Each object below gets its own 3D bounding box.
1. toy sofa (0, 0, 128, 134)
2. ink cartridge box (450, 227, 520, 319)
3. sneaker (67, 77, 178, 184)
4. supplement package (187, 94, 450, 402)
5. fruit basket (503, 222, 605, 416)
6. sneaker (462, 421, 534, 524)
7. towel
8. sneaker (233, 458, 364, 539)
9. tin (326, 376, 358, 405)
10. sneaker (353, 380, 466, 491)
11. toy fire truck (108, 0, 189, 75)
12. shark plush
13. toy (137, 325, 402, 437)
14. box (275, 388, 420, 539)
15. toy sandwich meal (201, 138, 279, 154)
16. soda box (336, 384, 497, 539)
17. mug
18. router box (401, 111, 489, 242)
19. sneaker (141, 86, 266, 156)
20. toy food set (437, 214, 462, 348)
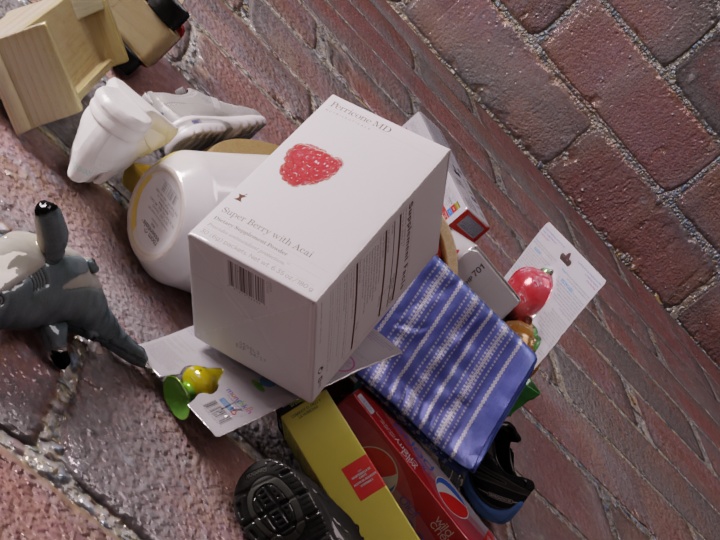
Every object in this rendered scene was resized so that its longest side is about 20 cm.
[{"bbox_3d":[-0.286,-0.193,1.159,0.201,0.096,0.084,-84,156,-67],"label":"toy sofa"},{"bbox_3d":[0.066,0.030,1.366,0.086,0.146,0.200,48,-1,-19],"label":"ink cartridge box"},{"bbox_3d":[-0.221,-0.116,1.135,0.075,0.089,0.200,37,7,-2],"label":"sneaker"},{"bbox_3d":[-0.030,-0.022,1.015,0.120,0.121,0.200,26,50,19],"label":"supplement package"},{"bbox_3d":[0.173,0.060,1.366,0.093,0.200,0.186,39,8,-22],"label":"fruit basket"},{"bbox_3d":[0.133,0.184,1.418,0.070,0.083,0.201,28,26,-49],"label":"sneaker"},{"bbox_3d":[0.070,0.075,1.182,0.200,0.146,0.024,43,-22,-19],"label":"towel"},{"bbox_3d":[-0.015,0.228,0.977,0.201,0.075,0.091,57,11,13],"label":"sneaker"},{"bbox_3d":[-0.047,0.053,1.310,0.111,0.042,0.202,20,35,-52],"label":"tin"},{"bbox_3d":[0.058,0.160,1.283,0.201,0.079,0.078,56,49,-44],"label":"sneaker"},{"bbox_3d":[-0.260,-0.326,1.432,0.176,0.128,0.200,47,6,-10],"label":"toy fire truck"},{"bbox_3d":[-0.225,0.032,0.916,0.200,0.089,0.085,62,19,-61],"label":"shark plush"},{"bbox_3d":[-0.076,0.079,1.049,0.198,0.048,0.115,-18,46,-42],"label":"toy"},{"bbox_3d":[-0.002,0.194,1.068,0.201,0.050,0.076,57,-13,20],"label":"box"},{"bbox_3d":[-0.095,-0.069,1.335,0.202,0.071,0.206,19,27,-10],"label":"toy sandwich meal"},{"bbox_3d":[0.039,0.203,1.160,0.201,0.070,0.063,51,16,5],"label":"soda box"},{"bbox_3d":[-0.136,-0.036,1.147,0.152,0.185,0.152,9,75,-46],"label":"mug"},{"bbox_3d":[0.048,-0.069,1.559,0.049,0.179,0.201,35,23,-39],"label":"router box"},{"bbox_3d":[-0.167,-0.170,1.393,0.082,0.074,0.200,54,17,8],"label":"sneaker"},{"bbox_3d":[0.000,0.000,1.225,0.049,0.194,0.204,143,-56,-81],"label":"toy food set"}]
